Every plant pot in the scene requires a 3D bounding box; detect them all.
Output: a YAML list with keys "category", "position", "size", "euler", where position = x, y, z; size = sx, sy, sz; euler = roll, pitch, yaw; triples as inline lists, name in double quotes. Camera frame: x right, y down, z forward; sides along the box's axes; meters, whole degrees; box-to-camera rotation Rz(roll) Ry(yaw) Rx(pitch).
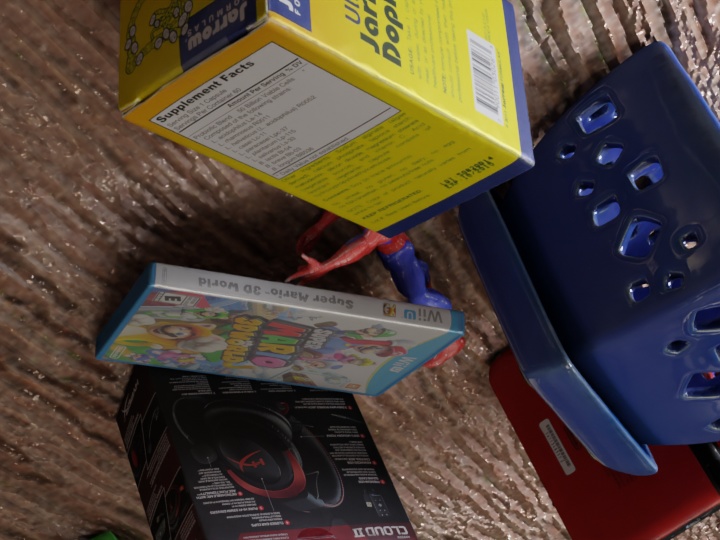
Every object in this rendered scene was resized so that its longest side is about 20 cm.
- category: "plant pot"
  position: [0.185, 0.007, 0.971]
  size: [0.180, 0.200, 0.200]
  euler: [-30, 139, 12]

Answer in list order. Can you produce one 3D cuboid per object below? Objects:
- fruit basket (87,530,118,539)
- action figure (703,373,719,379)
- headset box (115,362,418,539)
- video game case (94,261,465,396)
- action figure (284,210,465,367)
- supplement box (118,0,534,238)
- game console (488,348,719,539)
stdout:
- category: "fruit basket"
  position: [-0.224, 0.317, 1.133]
  size: [0.215, 0.155, 0.216]
  euler: [-26, 138, -27]
- category: "action figure"
  position: [0.270, 0.066, 1.072]
  size: [0.065, 0.200, 0.052]
  euler: [34, 123, -11]
- category: "headset box"
  position: [-0.062, 0.147, 0.980]
  size: [0.148, 0.200, 0.075]
  euler: [1, 133, -29]
- category: "video game case"
  position: [-0.054, 0.041, 0.938]
  size: [0.199, 0.018, 0.143]
  euler: [9, 156, -20]
- category: "action figure"
  position: [0.000, 0.000, 0.960]
  size: [0.099, 0.065, 0.200]
  euler: [-27, 141, -5]
- category: "supplement box"
  position: [-0.015, -0.112, 0.777]
  size: [0.109, 0.110, 0.200]
  euler: [-25, 146, 36]
- category: "game console"
  position: [0.218, 0.121, 1.099]
  size: [0.172, 0.200, 0.119]
  euler: [-34, 138, 9]
